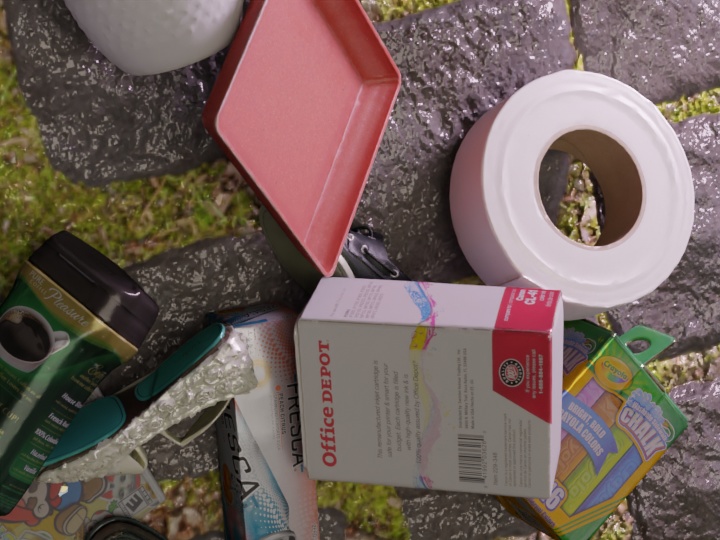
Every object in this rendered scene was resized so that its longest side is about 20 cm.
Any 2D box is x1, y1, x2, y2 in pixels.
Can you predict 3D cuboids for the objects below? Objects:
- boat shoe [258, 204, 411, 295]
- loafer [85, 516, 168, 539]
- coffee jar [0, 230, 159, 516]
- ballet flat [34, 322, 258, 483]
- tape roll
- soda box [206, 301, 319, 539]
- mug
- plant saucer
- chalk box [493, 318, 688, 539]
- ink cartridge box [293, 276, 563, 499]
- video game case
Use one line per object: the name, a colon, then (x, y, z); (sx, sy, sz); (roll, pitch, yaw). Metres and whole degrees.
boat shoe: (0.001, 0.000, 1.329); (0.199, 0.074, 0.066); (43, 60, -10)
loafer: (-0.151, 0.282, 1.308); (0.072, 0.063, 0.201); (-36, 119, -10)
coffee jar: (-0.243, 0.074, 1.195); (0.201, 0.104, 0.085); (-52, 159, -6)
ballet flat: (-0.164, 0.118, 1.240); (0.199, 0.072, 0.072); (-33, 111, 0)
tape roll: (0.177, -0.061, 1.355); (0.200, 0.071, 0.205); (4, 78, -20)
soda box: (-0.079, 0.131, 1.322); (0.068, 0.063, 0.202); (-9, 103, -21)
mug: (-0.141, -0.252, 1.188); (0.200, 0.147, 0.177); (-35, 119, -39)
plant saucer: (-0.047, -0.130, 1.233); (0.200, 0.036, 0.202); (54, 47, -48)
chalk box: (0.188, 0.118, 1.400); (0.200, 0.124, 0.124); (-48, 114, -9)
ink cartridge box: (0.057, 0.089, 1.263); (0.198, 0.086, 0.149); (5, 116, 14)
video game case: (-0.276, 0.152, 1.264); (0.181, 0.023, 0.201); (-34, 111, -14)
